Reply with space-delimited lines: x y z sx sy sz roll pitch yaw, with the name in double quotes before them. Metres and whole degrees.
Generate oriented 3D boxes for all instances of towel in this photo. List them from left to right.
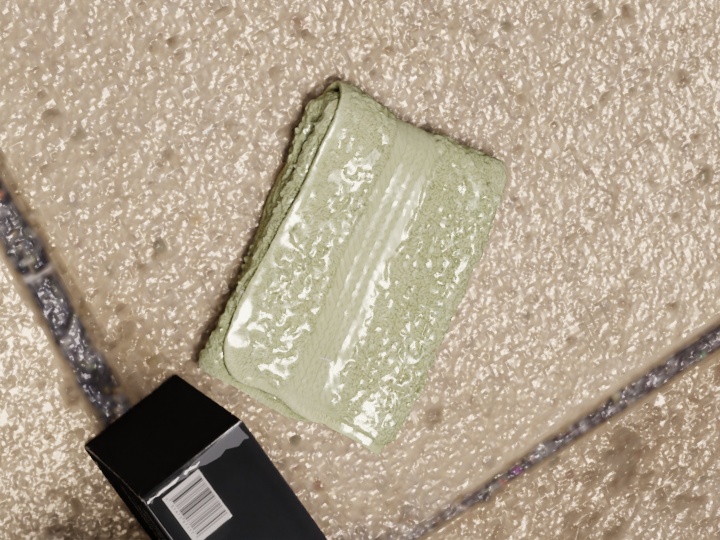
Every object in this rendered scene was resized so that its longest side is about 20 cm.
"towel" 0.000 0.000 1.450 0.148 0.036 0.201 24 90 -23

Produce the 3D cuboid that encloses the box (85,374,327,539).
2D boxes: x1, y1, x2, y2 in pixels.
"box" -0.064 0.172 1.398 0.079 0.141 0.201 -39 109 -13
